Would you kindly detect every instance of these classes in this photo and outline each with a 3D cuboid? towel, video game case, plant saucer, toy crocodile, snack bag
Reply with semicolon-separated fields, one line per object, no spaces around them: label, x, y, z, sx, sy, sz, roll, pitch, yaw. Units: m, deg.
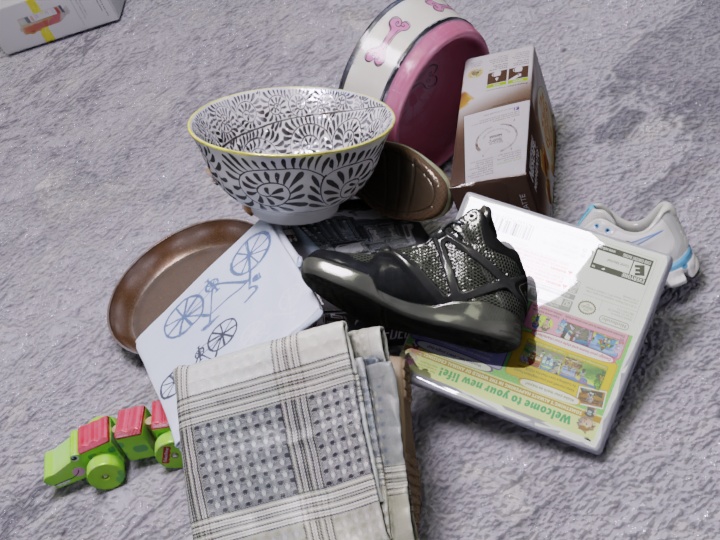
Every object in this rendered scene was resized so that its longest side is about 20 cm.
towel;-0.057;0.150;1.115;0.198;0.035;0.194;-14;71;13
video game case;0.150;0.042;1.185;0.198;0.022;0.183;19;80;23
plant saucer;-0.180;0.024;1.460;0.198;0.032;0.201;-14;42;13
toy crocodile;-0.223;0.161;1.315;0.198;0.062;0.068;-19;40;10
snack bag;-0.121;0.052;1.247;0.188;0.021;0.200;-43;33;4

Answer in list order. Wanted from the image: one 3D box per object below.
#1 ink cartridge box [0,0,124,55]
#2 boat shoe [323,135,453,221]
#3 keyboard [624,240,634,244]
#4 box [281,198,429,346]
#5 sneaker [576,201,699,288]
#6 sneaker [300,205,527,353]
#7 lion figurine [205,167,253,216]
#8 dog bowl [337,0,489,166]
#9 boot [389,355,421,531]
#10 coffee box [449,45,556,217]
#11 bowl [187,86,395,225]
ink cartridge box;-0.459;-0.423;2.042;0.198;0.084;0.146;-14;41;15
boat shoe;0.027;-0.097;1.372;0.199;0.076;0.072;26;99;38
keyboard;0.161;0.046;1.202;0.198;0.105;0.040;-15;0;14
box;0.000;0.000;1.319;0.156;0.050;0.200;-4;34;-18
sneaker;0.205;-0.015;1.241;0.198;0.087;0.075;-16;18;9
sneaker;0.052;-0.005;1.169;0.197;0.076;0.115;12;70;6
lion figurine;-0.076;-0.112;1.453;0.122;0.200;0.073;-44;70;10
dog bowl;0.063;-0.191;1.443;0.073;0.201;0.200;30;64;30
boot;-0.035;0.170;1.168;0.165;0.072;0.202;-8;63;15
coffee box;0.149;-0.118;1.370;0.079;0.115;0.201;-9;43;19
bowl;-0.064;-0.104;1.303;0.198;0.095;0.201;-1;26;1
